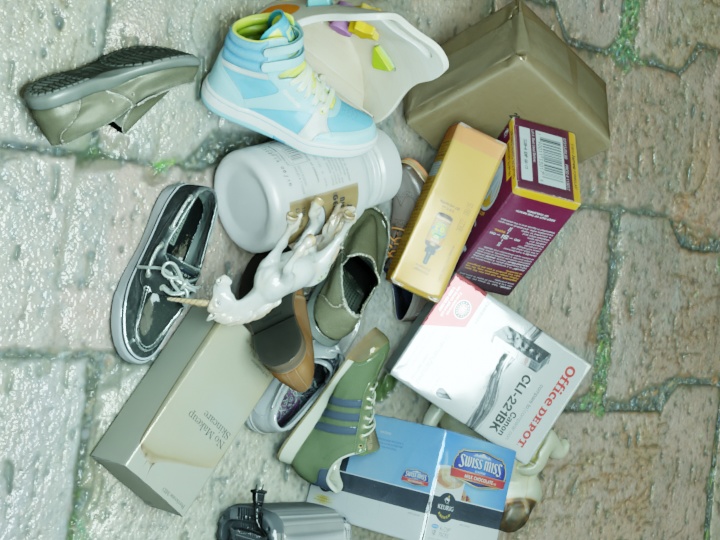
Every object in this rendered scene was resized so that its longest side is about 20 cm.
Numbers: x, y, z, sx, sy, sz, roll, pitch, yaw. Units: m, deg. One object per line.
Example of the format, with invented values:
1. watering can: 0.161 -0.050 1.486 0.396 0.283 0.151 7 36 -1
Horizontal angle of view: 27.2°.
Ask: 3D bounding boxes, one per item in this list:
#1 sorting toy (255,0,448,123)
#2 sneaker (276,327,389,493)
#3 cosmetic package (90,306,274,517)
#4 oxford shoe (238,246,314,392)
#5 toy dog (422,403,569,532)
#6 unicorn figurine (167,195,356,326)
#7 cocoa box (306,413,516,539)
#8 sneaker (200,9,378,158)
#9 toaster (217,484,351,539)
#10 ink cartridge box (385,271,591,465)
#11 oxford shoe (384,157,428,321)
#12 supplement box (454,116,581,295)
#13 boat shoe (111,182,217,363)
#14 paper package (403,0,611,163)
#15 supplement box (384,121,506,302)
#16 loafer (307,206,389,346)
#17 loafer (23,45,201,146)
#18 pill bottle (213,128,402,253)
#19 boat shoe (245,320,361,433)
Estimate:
1. sorting toy: 0.001 -0.252 1.648 0.199 0.179 0.108 30 74 -39
2. sneaker: -0.007 0.165 1.676 0.201 0.090 0.067 -54 170 20
3. cosmetic package: -0.185 0.149 1.590 0.104 0.073 0.201 47 63 -34
4. oxford shoe: -0.087 0.052 1.625 0.201 0.071 0.071 -100 165 -45
5. toy dog: 0.176 0.230 1.876 0.193 0.139 0.202 -22 110 -38
6. unicorn figurine: -0.080 -0.005 1.546 0.199 0.074 0.138 -7 137 -45
7. cocoa box: 0.057 0.244 1.727 0.133 0.199 0.132 21 80 -42
8. sneaker: -0.062 -0.202 1.579 0.199 0.131 0.080 17 38 -7
9. toaster: -0.086 0.336 1.670 0.129 0.113 0.202 3 90 -45
10. ink cartridge box: 0.151 0.115 1.764 0.199 0.084 0.145 34 89 -4
11. oxford shoe: 0.061 -0.034 1.794 0.073 0.071 0.202 -20 108 -34
12. supplement box: 0.180 -0.074 1.787 0.085 0.200 0.111 14 52 -16
13. boat shoe: -0.199 0.004 1.566 0.073 0.068 0.201 33 72 -38
14. paper package: 0.177 -0.201 1.794 0.200 0.190 0.104 34 44 -38
15. supplement box: 0.097 -0.067 1.723 0.066 0.069 0.201 25 86 -9
16. loafer: 0.000 0.000 1.702 0.075 0.069 0.201 40 47 -25
17. loafer: -0.250 -0.178 1.513 0.199 0.075 0.070 -23 120 -33
18. pill bottle: -0.054 -0.097 1.656 0.199 0.114 0.115 -19 106 -39
19. boat shoe: -0.054 0.109 1.704 0.200 0.068 0.072 -43 120 -30
